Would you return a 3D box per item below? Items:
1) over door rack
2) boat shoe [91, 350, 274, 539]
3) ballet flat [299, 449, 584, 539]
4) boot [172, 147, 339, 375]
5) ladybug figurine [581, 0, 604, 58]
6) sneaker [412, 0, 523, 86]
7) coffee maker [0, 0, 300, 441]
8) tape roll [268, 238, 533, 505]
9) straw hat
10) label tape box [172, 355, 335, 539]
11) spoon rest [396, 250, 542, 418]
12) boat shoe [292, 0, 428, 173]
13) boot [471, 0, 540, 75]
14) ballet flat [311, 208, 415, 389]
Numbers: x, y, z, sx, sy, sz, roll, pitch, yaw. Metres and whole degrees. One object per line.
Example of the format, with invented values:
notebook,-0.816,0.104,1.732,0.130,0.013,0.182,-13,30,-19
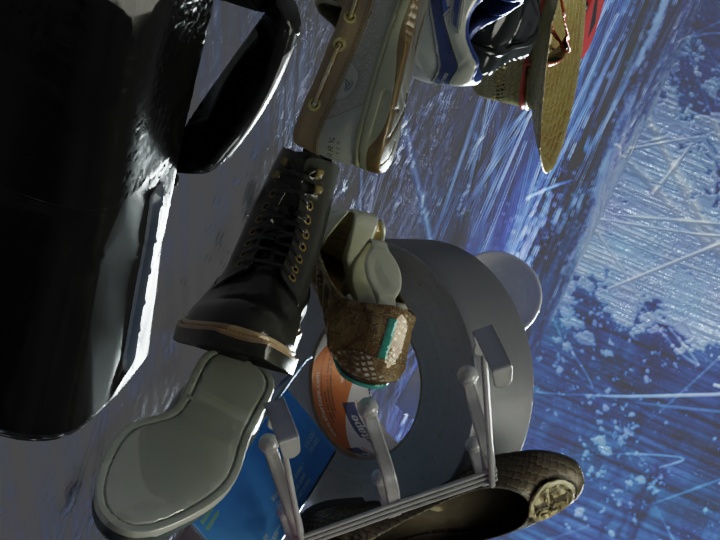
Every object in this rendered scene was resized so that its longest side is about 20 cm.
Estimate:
over door rack,0.014,0.097,1.442,0.147,0.067,0.200,-19,155,-9
boat shoe,-0.109,0.118,1.408,0.062,0.073,0.200,-62,175,31
ballet flat,0.055,0.165,1.548,0.046,0.199,0.068,-112,-166,-52
boot,-0.056,-0.014,1.432,0.200,0.077,0.139,-123,-128,-86
ladybug figurine,0.180,-0.243,2.143,0.200,0.072,0.136,80,35,-72
sneaker,0.081,-0.218,1.633,0.075,0.088,0.201,63,49,-75
coffee maker,-0.132,-0.049,0.830,0.192,0.135,0.201,-22,138,-43
tape roll,0.023,0.078,1.636,0.066,0.200,0.201,1,115,-49
straw hat,0.134,-0.188,1.987,0.201,0.085,0.202,10,90,-78
label tape box,-0.080,0.168,1.569,0.200,0.066,0.143,-54,-178,45
spoon rest,0.110,0.066,2.431,0.200,0.099,0.061,-53,164,-11
boat shoe,0.005,-0.159,1.415,0.074,0.066,0.201,85,16,-68
boot,0.126,-0.244,1.757,0.169,0.076,0.200,-62,176,20
ballet flat,0.000,0.000,1.534,0.066,0.070,0.200,-66,-154,25
